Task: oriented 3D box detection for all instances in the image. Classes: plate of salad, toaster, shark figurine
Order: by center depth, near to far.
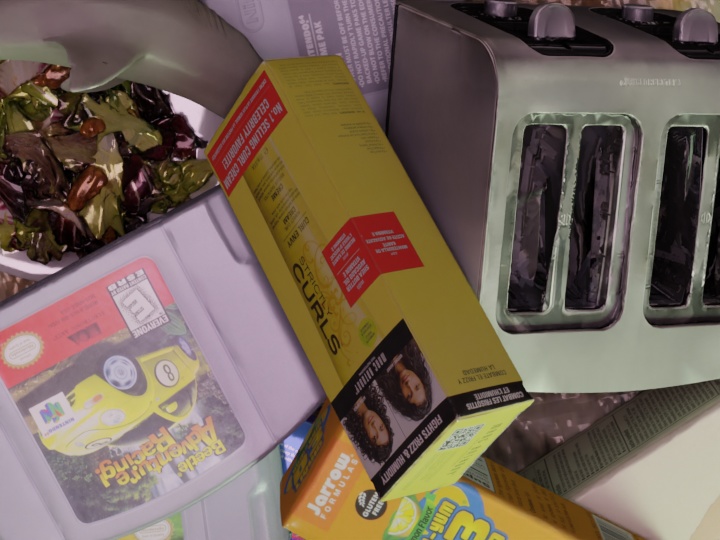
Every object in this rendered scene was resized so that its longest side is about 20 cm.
[{"bbox_3d":[-0.147,-0.096,0.935,0.213,0.090,0.129,-8,127,1],"label":"shark figurine"},{"bbox_3d":[0.103,-0.033,0.978,0.179,0.119,0.202,-1,103,-26],"label":"toaster"},{"bbox_3d":[-0.156,-0.091,1.039,0.198,0.048,0.202,0,99,0],"label":"plate of salad"}]

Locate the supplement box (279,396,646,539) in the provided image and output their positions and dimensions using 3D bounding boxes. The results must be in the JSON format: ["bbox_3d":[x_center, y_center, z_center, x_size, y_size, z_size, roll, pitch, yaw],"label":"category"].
[{"bbox_3d":[0.060,0.132,0.964,0.199,0.069,0.067,28,101,-6],"label":"supplement box"}]

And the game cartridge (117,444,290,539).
[{"bbox_3d":[-0.141,0.092,1.030,0.198,0.040,0.135,-7,95,2],"label":"game cartridge"}]

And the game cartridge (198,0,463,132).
[{"bbox_3d":[-0.019,-0.156,1.014,0.132,0.040,0.202,-13,99,-11],"label":"game cartridge"}]

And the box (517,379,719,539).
[{"bbox_3d":[0.137,0.128,1.047,0.199,0.095,0.078,-34,99,8],"label":"box"}]

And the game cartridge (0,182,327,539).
[{"bbox_3d":[-0.118,0.058,0.990,0.199,0.041,0.134,-28,101,5],"label":"game cartridge"}]

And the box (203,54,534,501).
[{"bbox_3d":[0.000,0.000,0.920,0.075,0.050,0.201,-50,58,42],"label":"box"}]

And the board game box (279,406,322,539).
[{"bbox_3d":[-0.102,0.112,1.072,0.199,0.045,0.135,25,99,-3],"label":"board game box"}]
